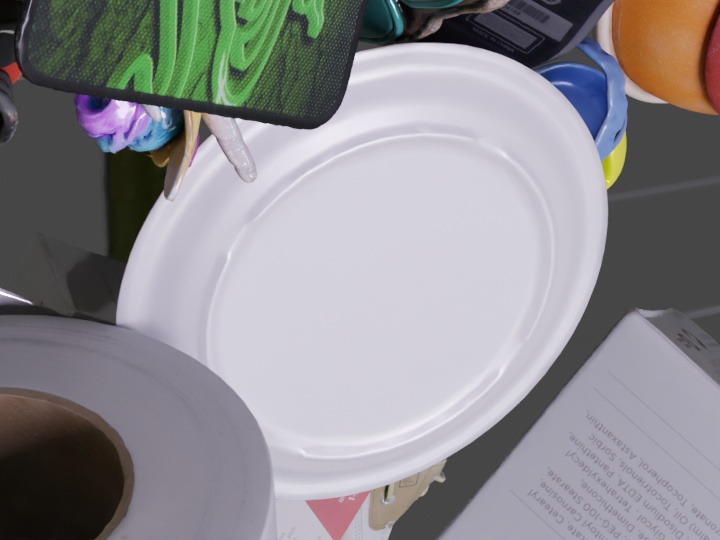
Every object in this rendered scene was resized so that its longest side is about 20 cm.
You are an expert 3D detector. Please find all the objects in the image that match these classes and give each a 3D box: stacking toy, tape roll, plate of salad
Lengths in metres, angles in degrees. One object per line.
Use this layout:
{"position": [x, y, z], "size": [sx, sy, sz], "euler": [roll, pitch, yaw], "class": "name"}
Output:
{"position": [0.206, -0.090, 1.022], "size": [0.145, 0.200, 0.147], "euler": [-25, 140, -24], "class": "stacking toy"}
{"position": [-0.124, 0.128, 0.824], "size": [0.202, 0.202, 0.140], "euler": [-22, 129, -28], "class": "tape roll"}
{"position": [0.000, 0.000, 0.906], "size": [0.199, 0.048, 0.201], "euler": [-14, 127, -19], "class": "plate of salad"}

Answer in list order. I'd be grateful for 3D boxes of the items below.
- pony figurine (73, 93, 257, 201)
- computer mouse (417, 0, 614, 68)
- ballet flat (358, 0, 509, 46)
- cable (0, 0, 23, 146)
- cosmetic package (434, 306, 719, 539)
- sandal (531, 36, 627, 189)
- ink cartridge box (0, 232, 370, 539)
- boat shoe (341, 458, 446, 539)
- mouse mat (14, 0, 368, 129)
{"position": [-0.072, -0.147, 0.738], "size": [0.193, 0.166, 0.201], "euler": [35, 71, -25], "class": "pony figurine"}
{"position": [0.080, -0.138, 0.916], "size": [0.138, 0.053, 0.200], "euler": [29, 148, -21], "class": "computer mouse"}
{"position": [0.027, -0.117, 0.844], "size": [0.067, 0.200, 0.068], "euler": [-29, 106, -15], "class": "ballet flat"}
{"position": [-0.178, -0.085, 0.809], "size": [0.199, 0.051, 0.097], "euler": [1, 139, -30], "class": "cable"}
{"position": [0.140, 0.145, 1.174], "size": [0.200, 0.166, 0.167], "euler": [-50, 168, 8], "class": "cosmetic package"}
{"position": [0.042, -0.037, 0.996], "size": [0.200, 0.079, 0.087], "euler": [-42, 169, -27], "class": "sandal"}
{"position": [-0.097, 0.063, 0.961], "size": [0.199, 0.068, 0.117], "euler": [22, 110, -30], "class": "ink cartridge box"}
{"position": [0.006, 0.081, 1.089], "size": [0.068, 0.075, 0.201], "euler": [-9, 135, -7], "class": "boat shoe"}
{"position": [-0.025, -0.143, 0.692], "size": [0.161, 0.007, 0.202], "euler": [3, 105, -58], "class": "mouse mat"}
